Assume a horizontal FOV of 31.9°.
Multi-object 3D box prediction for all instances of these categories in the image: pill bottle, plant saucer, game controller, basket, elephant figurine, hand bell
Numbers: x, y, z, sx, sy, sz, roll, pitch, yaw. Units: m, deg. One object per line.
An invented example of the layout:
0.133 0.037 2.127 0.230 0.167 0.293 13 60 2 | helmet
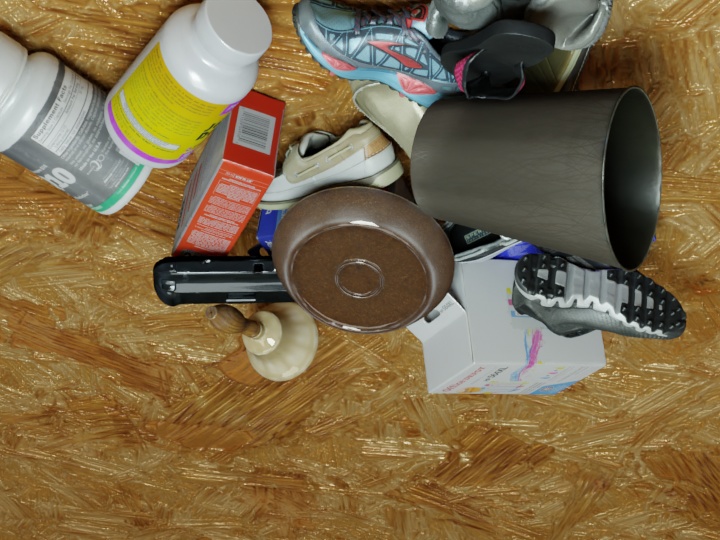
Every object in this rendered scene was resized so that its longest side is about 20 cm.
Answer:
-0.167 -0.189 1.233 0.103 0.105 0.200 26 143 -24 | pill bottle
0.000 0.000 1.335 0.197 0.035 0.202 6 132 6 | plant saucer
-0.134 0.011 1.420 0.197 0.043 0.104 0 165 -8 | game controller
-0.317 -0.154 1.312 0.199 0.114 0.112 34 139 -31 | pill bottle
0.157 -0.091 1.150 0.198 0.137 0.181 10 143 32 | basket
0.164 -0.253 1.045 0.197 0.155 0.144 4 104 -4 | elephant figurine
-0.135 0.069 1.542 0.103 0.106 0.200 -5 165 20 | hand bell

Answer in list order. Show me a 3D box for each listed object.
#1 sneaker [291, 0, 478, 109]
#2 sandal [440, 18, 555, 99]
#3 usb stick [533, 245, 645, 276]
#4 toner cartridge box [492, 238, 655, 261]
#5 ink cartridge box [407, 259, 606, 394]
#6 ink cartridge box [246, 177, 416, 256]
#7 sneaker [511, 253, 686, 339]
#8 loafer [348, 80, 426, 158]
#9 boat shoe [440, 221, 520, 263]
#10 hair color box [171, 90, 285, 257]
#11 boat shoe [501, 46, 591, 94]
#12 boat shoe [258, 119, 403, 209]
0.032 -0.224 1.177 0.198 0.080 0.096 16 141 -27 | sneaker
0.113 -0.174 1.085 0.074 0.046 0.200 9 179 -8 | sandal
0.255 -0.009 1.390 0.199 0.033 0.055 31 148 -32 | usb stick
0.217 -0.061 1.387 0.197 0.044 0.095 -7 142 22 | toner cartridge box
0.160 0.067 1.456 0.197 0.127 0.129 2 158 -22 | ink cartridge box
-0.030 -0.037 1.453 0.197 0.077 0.137 -6 143 23 | ink cartridge box
0.254 0.039 1.376 0.197 0.067 0.091 15 151 -3 | sneaker
0.069 -0.143 1.279 0.199 0.069 0.075 30 140 -28 | loafer
0.156 -0.064 1.304 0.198 0.074 0.068 -25 170 36 | boat shoe
-0.145 -0.096 1.368 0.061 0.103 0.200 17 146 -16 | hair color box
0.179 -0.174 1.219 0.065 0.072 0.202 -5 145 -26 | boat shoe
-0.044 -0.116 1.352 0.198 0.075 0.069 -10 114 38 | boat shoe
